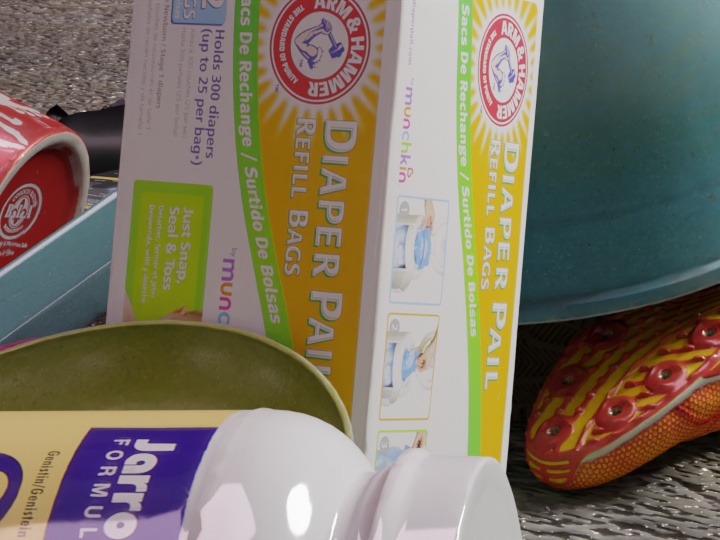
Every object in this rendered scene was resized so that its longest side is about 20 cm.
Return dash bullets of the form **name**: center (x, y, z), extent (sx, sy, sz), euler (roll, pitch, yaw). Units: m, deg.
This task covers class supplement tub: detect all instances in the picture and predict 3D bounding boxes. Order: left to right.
- **supplement tub**: center (-0.067, 0.104, 0.632), extent (0.200, 0.146, 0.145), euler (-1, 13, 12)

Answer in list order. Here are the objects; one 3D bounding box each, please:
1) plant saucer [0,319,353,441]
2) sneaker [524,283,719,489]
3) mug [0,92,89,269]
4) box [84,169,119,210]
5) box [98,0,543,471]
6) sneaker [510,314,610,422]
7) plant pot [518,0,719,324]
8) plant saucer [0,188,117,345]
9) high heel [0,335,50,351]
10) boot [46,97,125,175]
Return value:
- **plant saucer**: center (-0.095, 0.088, 0.839), extent (0.200, 0.031, 0.200), euler (-13, 33, 9)
- **sneaker**: center (0.143, 0.036, 1.049), extent (0.200, 0.077, 0.073), euler (-32, 30, -31)
- **mug**: center (-0.230, -0.067, 1.314), extent (0.200, 0.134, 0.178), euler (24, 41, 18)
- **box**: center (-0.060, -0.021, 1.373), extent (0.200, 0.049, 0.161), euler (10, 16, 43)
- **box**: center (-0.013, -0.009, 0.939), extent (0.112, 0.200, 0.101), euler (5, 0, 31)
- **sneaker**: center (0.030, 0.013, 1.151), extent (0.200, 0.070, 0.108), euler (9, 22, 21)
- **plant pot**: center (0.071, -0.104, 1.051), extent (0.200, 0.188, 0.200), euler (-9, 21, 4)
- **plant saucer**: center (-0.148, 0.021, 1.142), extent (0.200, 0.019, 0.070), euler (-37, 30, -32)
- **high heel**: center (-0.151, 0.053, 1.024), extent (0.200, 0.067, 0.096), euler (-10, 24, -44)
- **boot**: center (-0.154, -0.054, 1.507), extent (0.162, 0.073, 0.198), euler (0, 14, -9)
